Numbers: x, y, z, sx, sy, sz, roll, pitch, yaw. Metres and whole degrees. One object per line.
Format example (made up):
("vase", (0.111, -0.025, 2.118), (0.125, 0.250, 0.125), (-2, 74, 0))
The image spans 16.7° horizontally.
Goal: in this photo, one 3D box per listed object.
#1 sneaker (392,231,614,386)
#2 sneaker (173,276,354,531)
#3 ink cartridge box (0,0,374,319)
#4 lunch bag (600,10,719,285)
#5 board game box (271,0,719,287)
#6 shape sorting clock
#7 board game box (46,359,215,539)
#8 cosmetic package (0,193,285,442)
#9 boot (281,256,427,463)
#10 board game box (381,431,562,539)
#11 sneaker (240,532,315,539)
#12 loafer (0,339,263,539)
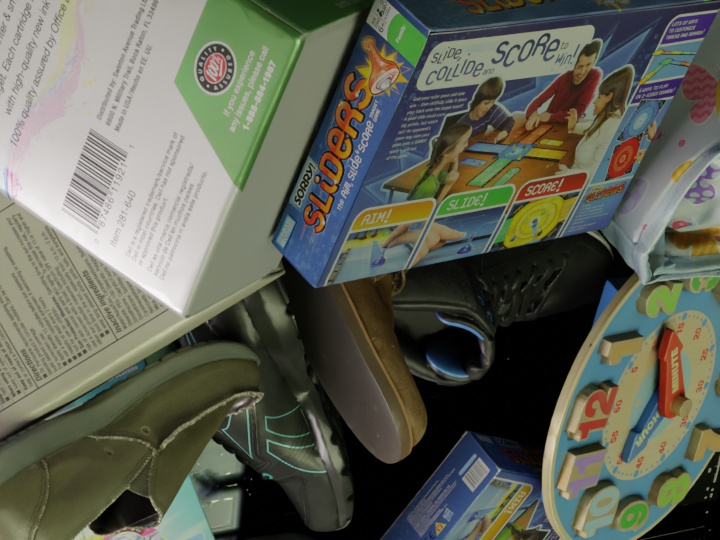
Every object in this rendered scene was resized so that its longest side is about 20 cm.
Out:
("sneaker", (0.066, 0.020, 1.306), (0.199, 0.112, 0.073), (6, 125, -30))
("sneaker", (-0.056, 0.066, 1.321), (0.079, 0.076, 0.201), (-18, 125, 2))
("ink cartridge box", (-0.109, -0.099, 1.058), (0.084, 0.200, 0.145), (-30, 150, -57))
("lunch bag", (0.186, -0.095, 1.233), (0.199, 0.170, 0.127), (-30, 137, -5))
("board game box", (0.064, -0.068, 1.083), (0.199, 0.034, 0.136), (-11, 136, -45))
("shape sorting clock", (0.172, 0.072, 1.407), (0.200, 0.039, 0.201), (-27, 131, -35))
("board game box", (-0.161, 0.137, 1.307), (0.150, 0.047, 0.201), (-23, 122, -8))
("cosmetic package", (-0.148, 0.010, 1.171), (0.199, 0.104, 0.073), (-30, 178, 9))
("boot", (0.000, 0.000, 1.199), (0.075, 0.201, 0.074), (-13, 150, -21))
("board game box", (0.052, 0.188, 1.459), (0.135, 0.034, 0.200), (17, 116, -51))
("sneaker", (-0.093, 0.229, 1.398), (0.199, 0.114, 0.076), (-24, 134, -15))
("loafer", (-0.118, 0.095, 1.191), (0.200, 0.070, 0.075), (-28, 176, -41))
